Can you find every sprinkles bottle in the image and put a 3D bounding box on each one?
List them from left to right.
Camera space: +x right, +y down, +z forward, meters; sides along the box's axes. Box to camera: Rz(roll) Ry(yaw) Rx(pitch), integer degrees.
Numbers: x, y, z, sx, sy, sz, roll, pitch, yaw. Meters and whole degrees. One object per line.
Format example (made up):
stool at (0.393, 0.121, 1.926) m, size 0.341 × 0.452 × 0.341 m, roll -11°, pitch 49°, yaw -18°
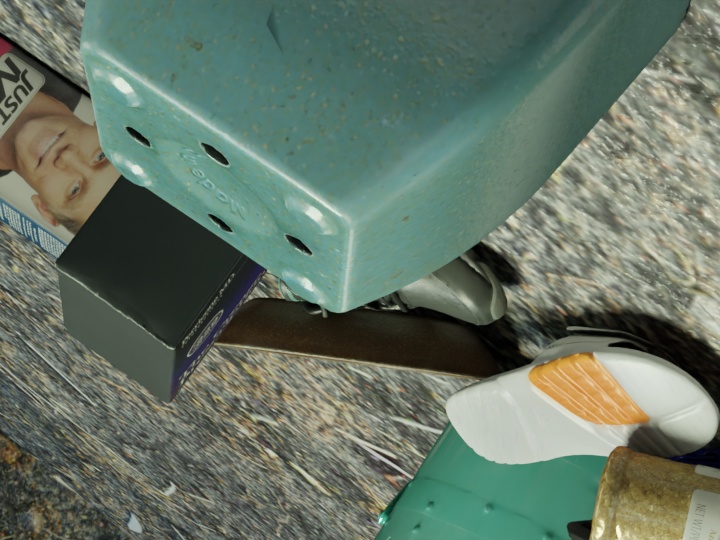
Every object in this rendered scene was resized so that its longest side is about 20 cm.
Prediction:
sprinkles bottle at (0.230, 0.151, 1.184) m, size 0.199 × 0.069 × 0.068 m, roll 12°, pitch 158°, yaw 13°

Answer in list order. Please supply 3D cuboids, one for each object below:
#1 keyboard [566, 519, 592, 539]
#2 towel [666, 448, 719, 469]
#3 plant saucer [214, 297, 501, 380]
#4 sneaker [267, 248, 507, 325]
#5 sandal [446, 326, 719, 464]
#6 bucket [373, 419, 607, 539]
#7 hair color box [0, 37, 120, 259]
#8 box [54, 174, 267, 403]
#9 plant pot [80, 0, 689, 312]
keyboard at (0.226, 0.186, 1.236) m, size 0.199 × 0.021 × 0.127 m, roll 27°, pitch -169°, yaw 41°
towel at (0.283, 0.187, 1.325) m, size 0.147 × 0.050 × 0.200 m, roll 21°, pitch 157°, yaw 52°
plant saucer at (-0.002, 0.044, 1.401) m, size 0.199 × 0.037 × 0.200 m, roll 7°, pitch 177°, yaw 0°
sneaker at (0.000, 0.000, 1.316) m, size 0.199 × 0.079 × 0.076 m, roll 23°, pitch 159°, yaw 32°
sandal at (0.131, 0.067, 1.260) m, size 0.206 × 0.059 × 0.079 m, roll -10°, pitch 121°, yaw 50°
bucket at (0.121, 0.175, 1.415) m, size 0.206 × 0.135 × 0.207 m, roll 27°, pitch 168°, yaw 6°
hair color box at (-0.223, -0.079, 1.513) m, size 0.199 × 0.100 × 0.061 m, roll 34°, pitch 163°, yaw 5°
box at (-0.069, -0.043, 1.109) m, size 0.079 × 0.200 × 0.141 m, roll 34°, pitch 165°, yaw 6°
plant pot at (0.001, -0.104, 0.793) m, size 0.196 × 0.200 × 0.196 m, roll 34°, pitch 165°, yaw 8°
